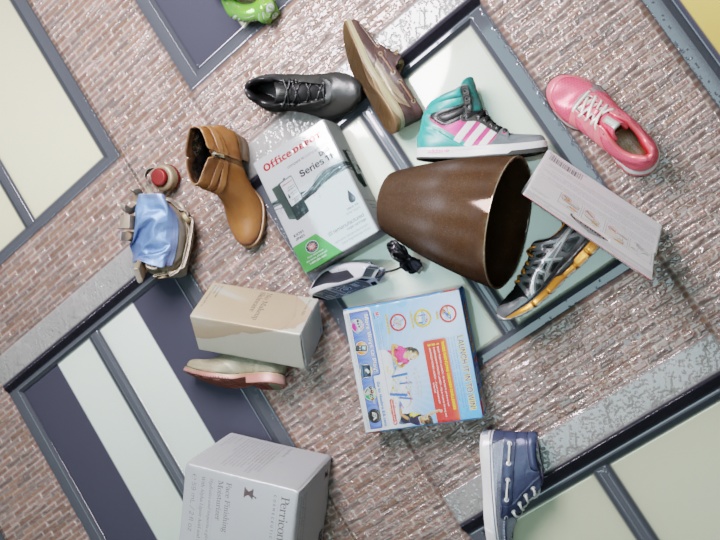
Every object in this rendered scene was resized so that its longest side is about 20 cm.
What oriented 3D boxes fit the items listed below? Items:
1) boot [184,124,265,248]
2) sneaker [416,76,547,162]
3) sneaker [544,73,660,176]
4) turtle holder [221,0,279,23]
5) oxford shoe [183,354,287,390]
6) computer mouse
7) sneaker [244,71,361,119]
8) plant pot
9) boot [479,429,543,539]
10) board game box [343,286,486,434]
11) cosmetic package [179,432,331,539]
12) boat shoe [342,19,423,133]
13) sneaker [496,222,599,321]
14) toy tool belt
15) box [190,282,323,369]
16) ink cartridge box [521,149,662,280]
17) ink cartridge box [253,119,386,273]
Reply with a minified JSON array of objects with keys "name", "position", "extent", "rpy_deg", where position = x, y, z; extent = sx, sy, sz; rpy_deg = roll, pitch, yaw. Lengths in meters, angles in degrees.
[{"name":"boot","position":[-0.220,-0.136,1.144],"extent":[0.075,0.155,0.205],"rpy_deg":[-3,93,16]},{"name":"sneaker","position":[0.182,-0.228,1.061],"extent":[0.195,0.084,0.124],"rpy_deg":[0,93,7]},{"name":"sneaker","position":[0.350,-0.217,1.004],"extent":[0.200,0.087,0.074],"rpy_deg":[42,102,10]},{"name":"turtle holder","position":[-0.198,-0.502,1.127],"extent":[0.129,0.141,0.189],"rpy_deg":[-19,79,0]},{"name":"oxford shoe","position":[-0.213,0.162,1.218],"extent":[0.196,0.071,0.075],"rpy_deg":[2,69,17]},{"name":"computer mouse","position":[0.000,0.000,1.125],"extent":[0.197,0.109,0.045],"rpy_deg":[-18,71,25]},{"name":"sneaker","position":[-0.095,-0.282,1.132],"extent":[0.196,0.091,0.078],"rpy_deg":[1,101,16]},{"name":"plant pot","position":[0.129,-0.085,1.046],"extent":[0.197,0.186,0.191],"rpy_deg":[12,97,29]},{"name":"boot","position":[0.237,0.347,1.078],"extent":[0.089,0.073,0.205],"rpy_deg":[-5,91,22]},{"name":"board game box","position":[0.086,0.142,1.121],"extent":[0.192,0.056,0.204],"rpy_deg":[-10,90,17]},{"name":"cosmetic package","position":[-0.169,0.388,1.155],"extent":[0.196,0.165,0.169],"rpy_deg":[8,97,16]},{"name":"boat shoe","position":[0.036,-0.314,1.112],"extent":[0.071,0.072,0.202],"rpy_deg":[-24,74,-14]},{"name":"sneaker","position":[0.272,-0.005,1.050],"extent":[0.200,0.078,0.077],"rpy_deg":[-45,82,3]},{"name":"toy tool belt","position":[-0.353,-0.084,1.205],"extent":[0.122,0.123,0.205],"rpy_deg":[-1,93,16]},{"name":"box","position":[-0.169,0.089,1.164],"extent":[0.196,0.096,0.079],"rpy_deg":[7,129,15]},{"name":"ink cartridge box","position":[0.314,-0.069,0.970],"extent":[0.198,0.176,0.045],"rpy_deg":[35,128,7]},{"name":"ink cartridge box","position":[-0.063,-0.118,1.136],"extent":[0.145,0.083,0.203],"rpy_deg":[-29,84,16]}]
